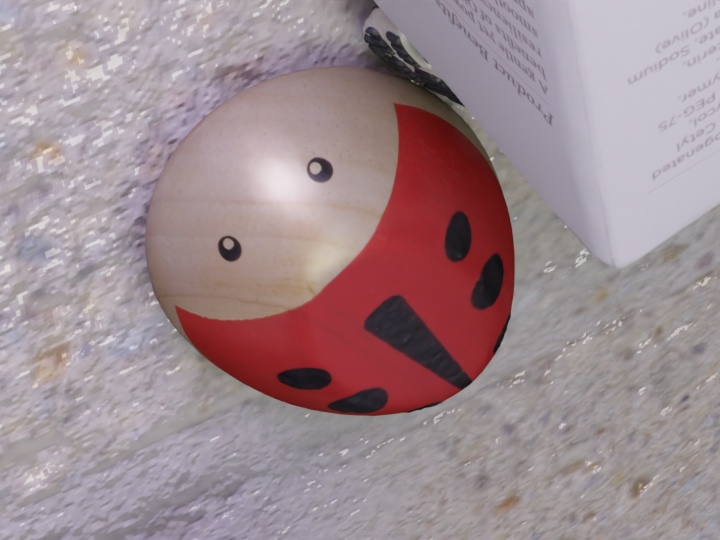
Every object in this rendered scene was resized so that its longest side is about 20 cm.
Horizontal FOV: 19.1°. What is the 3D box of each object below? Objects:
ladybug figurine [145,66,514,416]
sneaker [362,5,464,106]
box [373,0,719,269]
[{"bbox_3d":[0.000,0.000,0.818,0.136,0.072,0.200,-44,145,8],"label":"ladybug figurine"},{"bbox_3d":[0.078,-0.093,0.803,0.199,0.077,0.080,0,111,-48],"label":"sneaker"},{"bbox_3d":[0.086,-0.155,0.607,0.199,0.199,0.172,-32,146,-9],"label":"box"}]
